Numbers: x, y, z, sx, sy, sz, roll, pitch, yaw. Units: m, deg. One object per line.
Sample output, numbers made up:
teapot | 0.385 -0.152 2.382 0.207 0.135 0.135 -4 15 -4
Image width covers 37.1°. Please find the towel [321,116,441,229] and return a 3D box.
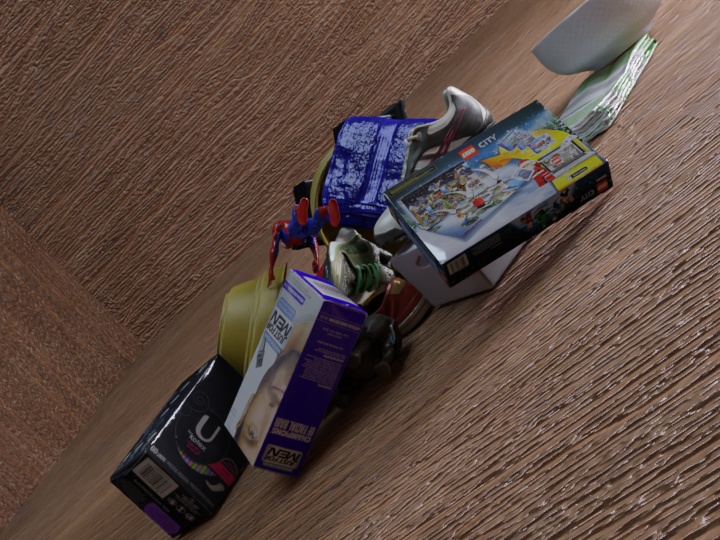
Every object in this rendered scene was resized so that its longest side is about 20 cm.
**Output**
towel | 0.040 -0.124 1.361 0.198 0.049 0.150 8 85 39

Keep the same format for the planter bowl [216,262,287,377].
planter bowl | -0.158 0.083 1.524 0.200 0.082 0.204 -172 90 -87

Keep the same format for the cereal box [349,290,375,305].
cereal box | -0.069 0.102 1.392 0.200 0.039 0.144 -42 -10 -50

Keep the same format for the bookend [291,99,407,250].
bookend | -0.018 -0.148 1.670 0.196 0.204 0.092 -9 -1 -18

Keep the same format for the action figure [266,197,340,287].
action figure | -0.079 -0.030 1.411 0.200 0.064 0.101 160 112 -74

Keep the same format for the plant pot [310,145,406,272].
plant pot | 0.008 -0.109 1.541 0.200 0.200 0.142 -46 22 -5

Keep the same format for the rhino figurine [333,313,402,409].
rhino figurine | -0.021 0.116 1.253 0.200 0.060 0.088 -39 16 42

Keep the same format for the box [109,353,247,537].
box | -0.218 0.230 1.426 0.106 0.122 0.201 -37 13 40

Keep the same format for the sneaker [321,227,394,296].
sneaker | 0.000 0.000 1.345 0.200 0.087 0.078 -67 -12 -67

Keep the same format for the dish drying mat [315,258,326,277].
dish drying mat | -0.078 0.053 1.510 0.077 0.018 0.201 -57 4 36

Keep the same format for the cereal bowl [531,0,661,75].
cereal bowl | 0.334 -0.333 1.460 0.199 0.084 0.200 -38 3 2

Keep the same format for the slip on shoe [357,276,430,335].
slip on shoe | 0.004 0.072 1.320 0.200 0.061 0.074 -41 13 38

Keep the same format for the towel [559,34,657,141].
towel | 0.290 -0.214 1.363 0.149 0.031 0.201 -33 16 49

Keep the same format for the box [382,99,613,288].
box | 0.139 -0.083 1.105 0.198 0.038 0.137 -31 44 -5

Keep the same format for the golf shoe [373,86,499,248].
golf shoe | 0.072 -0.115 1.225 0.200 0.088 0.077 -48 10 -6

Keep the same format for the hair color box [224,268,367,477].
hair color box | -0.075 0.113 1.197 0.109 0.064 0.203 36 106 60

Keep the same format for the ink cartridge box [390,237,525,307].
ink cartridge box | 0.142 -0.065 1.223 0.201 0.083 0.145 -50 10 -24
